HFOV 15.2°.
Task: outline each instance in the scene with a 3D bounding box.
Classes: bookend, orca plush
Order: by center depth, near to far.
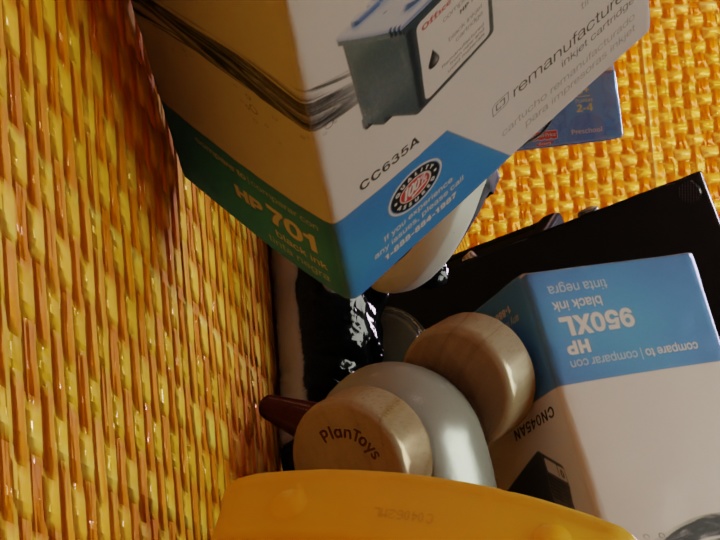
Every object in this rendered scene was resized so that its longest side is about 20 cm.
[{"bbox_3d":[0.000,0.000,1.106,0.200,0.071,0.105,-91,173,-46],"label":"orca plush"},{"bbox_3d":[0.107,0.011,1.405,0.199,0.199,0.092,-45,114,-74],"label":"bookend"}]

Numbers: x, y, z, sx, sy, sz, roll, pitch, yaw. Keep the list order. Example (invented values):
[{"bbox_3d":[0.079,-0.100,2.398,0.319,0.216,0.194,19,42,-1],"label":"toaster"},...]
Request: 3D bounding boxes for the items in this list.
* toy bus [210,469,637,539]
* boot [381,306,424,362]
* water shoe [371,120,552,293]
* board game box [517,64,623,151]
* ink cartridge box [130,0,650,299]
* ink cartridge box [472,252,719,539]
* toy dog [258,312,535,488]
[{"bbox_3d":[0.009,0.185,0.749,0.192,0.135,0.201,-72,163,-44],"label":"toy bus"},{"bbox_3d":[0.013,0.107,1.136,0.097,0.074,0.201,77,10,-78],"label":"boot"},{"bbox_3d":[0.053,-0.071,1.112,0.079,0.071,0.201,37,57,-38],"label":"water shoe"},{"bbox_3d":[0.046,-0.085,1.283,0.200,0.151,0.037,-77,160,-77],"label":"board game box"},{"bbox_3d":[0.007,-0.109,0.799,0.086,0.146,0.200,39,-20,26],"label":"ink cartridge box"},{"bbox_3d":[0.091,0.114,1.047,0.145,0.084,0.201,-42,-121,56],"label":"ink cartridge box"},{"bbox_3d":[0.009,0.114,0.999,0.132,0.096,0.201,7,86,-52],"label":"toy dog"}]
